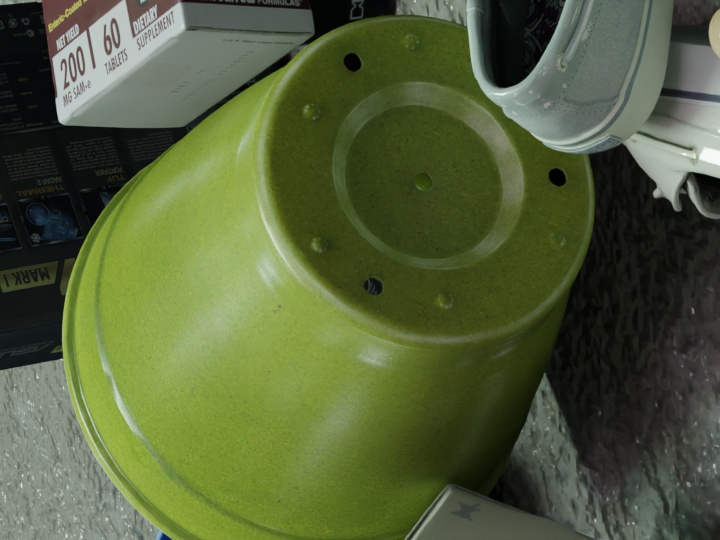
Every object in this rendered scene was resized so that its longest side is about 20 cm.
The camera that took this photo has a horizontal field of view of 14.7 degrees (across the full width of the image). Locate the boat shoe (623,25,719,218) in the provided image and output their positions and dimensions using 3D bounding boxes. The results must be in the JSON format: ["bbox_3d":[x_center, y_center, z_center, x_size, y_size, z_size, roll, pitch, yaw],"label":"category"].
[{"bbox_3d":[0.128,-0.052,1.001,0.200,0.072,0.066,11,105,50],"label":"boat shoe"}]

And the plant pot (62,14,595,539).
[{"bbox_3d":[0.000,0.000,1.074,0.193,0.199,0.201,129,124,-64],"label":"plant pot"}]

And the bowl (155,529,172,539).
[{"bbox_3d":[-0.037,0.200,1.298,0.200,0.039,0.202,32,129,51],"label":"bowl"}]

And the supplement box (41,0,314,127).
[{"bbox_3d":[-0.082,-0.167,1.073,0.109,0.061,0.201,-29,66,53],"label":"supplement box"}]

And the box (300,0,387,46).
[{"bbox_3d":[-0.075,-0.225,1.241,0.200,0.117,0.198,43,135,47],"label":"box"}]

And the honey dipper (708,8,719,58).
[{"bbox_3d":[0.171,-0.001,0.909,0.201,0.038,0.038,58,149,-3],"label":"honey dipper"}]

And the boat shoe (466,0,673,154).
[{"bbox_3d":[0.073,-0.144,0.968,0.070,0.071,0.202,-6,73,36],"label":"boat shoe"}]

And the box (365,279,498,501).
[{"bbox_3d":[-0.010,0.116,1.309,0.158,0.051,0.200,63,147,24],"label":"box"}]

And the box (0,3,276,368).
[{"bbox_3d":[-0.120,-0.046,1.279,0.051,0.199,0.158,-45,62,53],"label":"box"}]

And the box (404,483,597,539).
[{"bbox_3d":[0.043,0.194,1.081,0.095,0.078,0.201,20,122,17],"label":"box"}]
